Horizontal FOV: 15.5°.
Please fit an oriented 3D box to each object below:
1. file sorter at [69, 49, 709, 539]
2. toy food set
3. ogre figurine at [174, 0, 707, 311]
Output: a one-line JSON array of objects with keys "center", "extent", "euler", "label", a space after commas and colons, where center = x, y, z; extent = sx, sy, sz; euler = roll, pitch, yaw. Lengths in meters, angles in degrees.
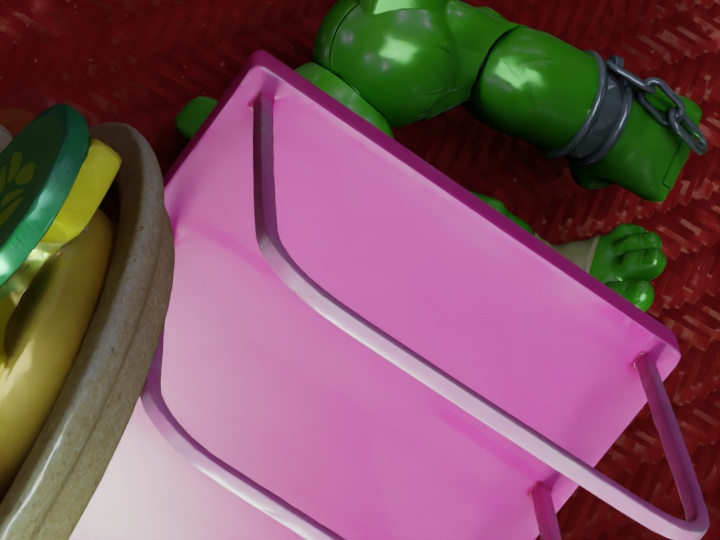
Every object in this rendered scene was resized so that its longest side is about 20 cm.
[{"center": [-0.027, 0.079, 0.662], "extent": [0.139, 0.126, 0.200], "euler": [33, 108, -14], "label": "file sorter"}, {"center": [-0.114, 0.041, 0.645], "extent": [0.049, 0.200, 0.199], "euler": [34, 75, -20], "label": "toy food set"}, {"center": [0.000, 0.000, 0.753], "extent": [0.200, 0.098, 0.120], "euler": [-43, 113, 11], "label": "ogre figurine"}]
